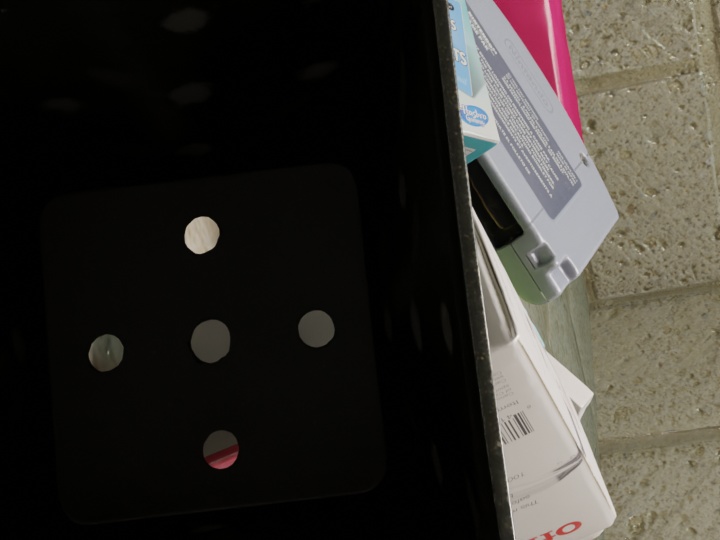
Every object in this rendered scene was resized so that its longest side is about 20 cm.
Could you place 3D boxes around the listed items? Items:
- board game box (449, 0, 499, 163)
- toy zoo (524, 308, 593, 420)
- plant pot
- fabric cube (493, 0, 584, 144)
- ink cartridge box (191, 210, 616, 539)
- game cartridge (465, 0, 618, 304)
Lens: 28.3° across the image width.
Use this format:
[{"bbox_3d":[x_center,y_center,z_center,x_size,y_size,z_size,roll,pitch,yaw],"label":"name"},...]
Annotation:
[{"bbox_3d":[-0.021,-0.151,0.665,0.150,0.047,0.202,8,63,-43],"label":"board game box"},{"bbox_3d":[0.077,0.100,0.966,0.020,0.131,0.201,-37,152,-45],"label":"toy zoo"},{"bbox_3d":[-0.061,0.015,0.469,0.177,0.197,0.202,70,13,-80],"label":"plant pot"},{"bbox_3d":[0.051,-0.151,1.027,0.200,0.194,0.201,-61,142,-71],"label":"fabric cube"},{"bbox_3d":[0.021,0.073,0.656,0.200,0.145,0.083,56,14,-53],"label":"ink cartridge box"},{"bbox_3d":[0.070,-0.089,0.800,0.201,0.041,0.133,57,27,-5],"label":"game cartridge"}]
